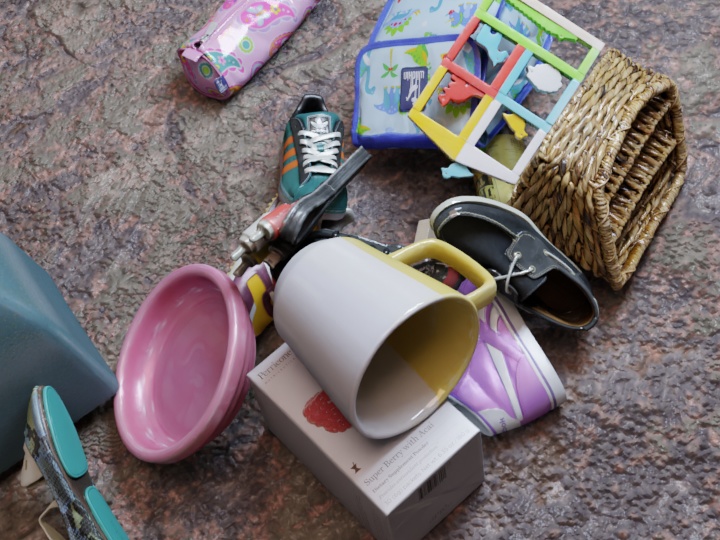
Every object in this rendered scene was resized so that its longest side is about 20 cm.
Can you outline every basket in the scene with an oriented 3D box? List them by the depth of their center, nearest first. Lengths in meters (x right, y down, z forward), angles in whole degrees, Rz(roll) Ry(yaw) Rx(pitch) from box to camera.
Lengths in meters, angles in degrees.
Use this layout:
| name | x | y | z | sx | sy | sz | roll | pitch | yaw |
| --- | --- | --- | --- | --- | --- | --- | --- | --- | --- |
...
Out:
| name | x | y | z | sx | sy | sz | roll | pitch | yaw |
| --- | --- | --- | --- | --- | --- | --- | --- | --- | --- |
| basket | 0.262 | -0.112 | 1.369 | 0.149 | 0.143 | 0.200 | 34 | 55 | 7 |

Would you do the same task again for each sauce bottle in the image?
| name | x | y | z | sx | sy | sz | roll | pitch | yaw |
| --- | --- | --- | --- | --- | --- | --- | --- | --- | --- |
| sauce bottle | 0.159 | -0.063 | 1.432 | 0.065 | 0.065 | 0.200 | -11 | 57 | 1 |

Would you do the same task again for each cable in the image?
| name | x | y | z | sx | sy | sz | roll | pitch | yaw |
| --- | --- | --- | --- | --- | --- | --- | --- | --- | --- |
| cable | -0.051 | -0.073 | 1.304 | 0.050 | 0.097 | 0.200 | 37 | 56 | 0 |

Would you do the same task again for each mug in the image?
| name | x | y | z | sx | sy | sz | roll | pitch | yaw |
| --- | --- | --- | --- | --- | --- | --- | --- | --- | --- |
| mug | 0.013 | 0.047 | 1.223 | 0.153 | 0.186 | 0.150 | 38 | 113 | 35 |

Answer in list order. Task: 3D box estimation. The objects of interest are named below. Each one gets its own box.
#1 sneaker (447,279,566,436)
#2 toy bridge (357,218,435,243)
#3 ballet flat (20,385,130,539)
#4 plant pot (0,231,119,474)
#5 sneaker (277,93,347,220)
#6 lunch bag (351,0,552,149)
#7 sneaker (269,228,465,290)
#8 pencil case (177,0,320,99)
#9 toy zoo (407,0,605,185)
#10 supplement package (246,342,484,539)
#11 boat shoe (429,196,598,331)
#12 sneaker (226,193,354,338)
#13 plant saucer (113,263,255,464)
| name | x | y | z | sx | sy | sz | roll | pitch | yaw |
| --- | --- | --- | --- | --- | --- | --- | --- | --- | --- |
| sneaker | 0.107 | 0.072 | 1.355 | 0.114 | 0.073 | 0.201 | -27 | 59 | -5 |
| toy bridge | 0.068 | -0.019 | 1.386 | 0.200 | 0.027 | 0.067 | -11 | 51 | 35 |
| ballet flat | -0.286 | 0.210 | 1.295 | 0.074 | 0.074 | 0.200 | -26 | 85 | -8 |
| plant pot | -0.395 | 0.064 | 1.338 | 0.196 | 0.200 | 0.196 | -35 | 57 | -8 |
| sneaker | -0.051 | -0.124 | 1.443 | 0.071 | 0.080 | 0.200 | 4 | 29 | -14 |
| lunch bag | 0.091 | -0.216 | 1.478 | 0.170 | 0.127 | 0.200 | 3 | 60 | 39 |
| sneaker | 0.000 | 0.000 | 1.325 | 0.200 | 0.098 | 0.071 | 2 | 79 | 14 |
| pencil case | -0.130 | -0.291 | 1.600 | 0.087 | 0.087 | 0.200 | 32 | 67 | 24 |
| toy zoo | 0.138 | -0.178 | 1.370 | 0.131 | 0.020 | 0.200 | 34 | 90 | 2 |
| supplement package | 0.006 | 0.150 | 1.291 | 0.121 | 0.120 | 0.200 | -40 | 62 | -16 |
| boat shoe | 0.153 | -0.006 | 1.306 | 0.072 | 0.200 | 0.068 | -47 | 28 | 21 |
| sneaker | -0.076 | 0.000 | 1.421 | 0.090 | 0.075 | 0.200 | 13 | 62 | 21 |
| plant saucer | -0.169 | 0.095 | 1.342 | 0.200 | 0.051 | 0.201 | -25 | 56 | 42 |
